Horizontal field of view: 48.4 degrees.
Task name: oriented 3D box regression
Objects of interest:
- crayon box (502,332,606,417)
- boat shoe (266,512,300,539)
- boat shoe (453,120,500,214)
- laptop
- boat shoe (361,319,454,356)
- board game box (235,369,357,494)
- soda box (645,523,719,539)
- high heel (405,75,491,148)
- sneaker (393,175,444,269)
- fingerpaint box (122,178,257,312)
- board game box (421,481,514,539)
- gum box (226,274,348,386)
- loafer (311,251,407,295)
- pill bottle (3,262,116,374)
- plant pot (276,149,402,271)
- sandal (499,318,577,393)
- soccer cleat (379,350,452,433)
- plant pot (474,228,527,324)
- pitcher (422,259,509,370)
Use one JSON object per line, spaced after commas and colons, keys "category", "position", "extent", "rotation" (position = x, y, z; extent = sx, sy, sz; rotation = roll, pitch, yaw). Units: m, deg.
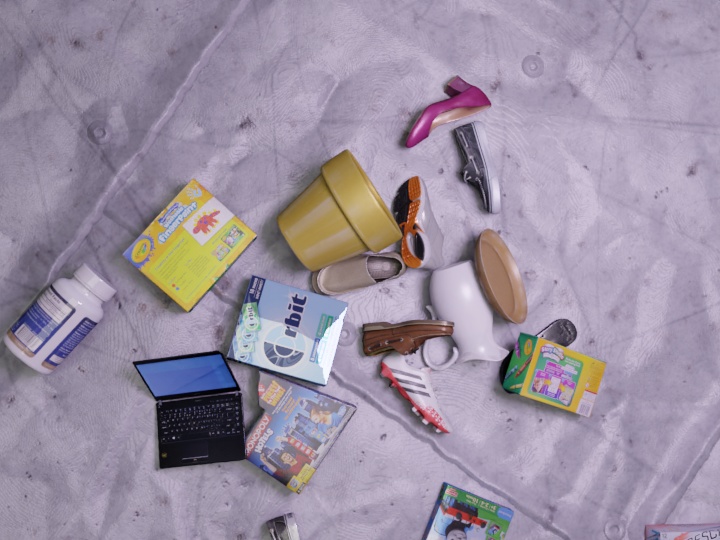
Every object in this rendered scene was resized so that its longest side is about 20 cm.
{"category": "crayon box", "position": [0.389, 0.209, 1.599], "extent": [0.200, 0.058, 0.119], "rotation": [21, 86, -28]}
{"category": "boat shoe", "position": [-0.133, 0.572, 1.542], "extent": [0.064, 0.071, 0.200], "rotation": [-15, 80, -9]}
{"category": "boat shoe", "position": [0.238, -0.206, 1.645], "extent": [0.071, 0.072, 0.201], "rotation": [-13, 78, 1]}
{"category": "laptop", "position": [-0.317, 0.262, 1.494], "extent": [0.177, 0.103, 0.201], "rotation": [-8, 78, 10]}
{"category": "boat shoe", "position": [0.094, 0.134, 1.558], "extent": [0.200, 0.072, 0.068], "rotation": [-8, 74, 35]}
{"category": "board game box", "position": [-0.144, 0.292, 1.559], "extent": [0.200, 0.062, 0.200], "rotation": [35, 84, -2]}
{"category": "soda box", "position": [0.693, 0.559, 1.646], "extent": [0.199, 0.068, 0.064], "rotation": [0, 86, -6]}
{"category": "high heel", "position": [0.179, -0.306, 1.634], "extent": [0.096, 0.067, 0.200], "rotation": [38, 79, 7]}
{"category": "sneaker", "position": [0.126, -0.092, 1.623], "extent": [0.092, 0.076, 0.201], "rotation": [16, 65, -44]}
{"category": "fingerpaint box", "position": [-0.327, -0.047, 1.551], "extent": [0.167, 0.073, 0.200], "rotation": [41, 82, -4]}
{"category": "board game box", "position": [0.201, 0.546, 1.600], "extent": [0.151, 0.037, 0.200], "rotation": [23, 85, -6]}
{"category": "gum box", "position": [-0.141, 0.118, 1.568], "extent": [0.200, 0.045, 0.170], "rotation": [17, 76, -5]}
{"category": "loafer", "position": [0.000, 0.000, 1.593], "extent": [0.200, 0.068, 0.076], "rotation": [-16, 88, -8]}
{"category": "pill bottle", "position": [-0.554, 0.085, 1.494], "extent": [0.111, 0.111, 0.200], "rotation": [42, 82, -3]}
{"category": "plant pot", "position": [-0.049, -0.100, 1.540], "extent": [0.189, 0.201, 0.201], "rotation": [-32, 91, 6]}
{"category": "sandal", "position": [0.362, 0.170, 1.642], "extent": [0.200, 0.043, 0.076], "rotation": [-43, 92, -8]}
{"category": "soccer cleat", "position": [0.124, 0.239, 1.596], "extent": [0.085, 0.069, 0.200], "rotation": [-44, 88, -4]}
{"category": "plant pot", "position": [0.274, 0.015, 1.585], "extent": [0.027, 0.200, 0.200], "rotation": [-23, 89, 27]}
{"category": "pitcher", "position": [0.188, 0.093, 1.597], "extent": [0.171, 0.121, 0.200], "rotation": [-17, 92, 15]}
